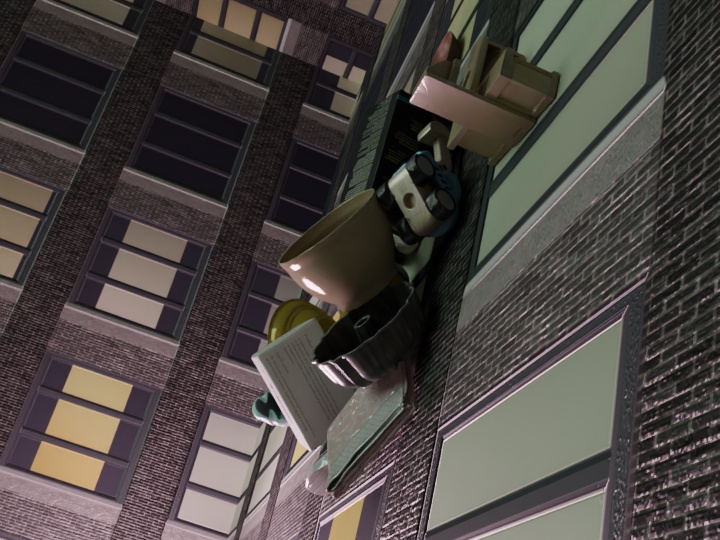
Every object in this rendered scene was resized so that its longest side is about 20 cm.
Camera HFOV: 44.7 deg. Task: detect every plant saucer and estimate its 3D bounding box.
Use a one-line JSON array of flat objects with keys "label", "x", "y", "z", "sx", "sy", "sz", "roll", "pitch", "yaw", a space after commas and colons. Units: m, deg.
[{"label": "plant saucer", "x": 0.174, "y": -0.423, "z": 1.927, "sx": 0.200, "sy": 0.034, "sz": 0.205, "roll": -161, "pitch": 89, "yaw": -82}]

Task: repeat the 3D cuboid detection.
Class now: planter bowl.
[{"label": "planter bowl", "x": -0.094, "y": 0.150, "z": 1.819, "sx": 0.082, "sy": 0.199, "sz": 0.204, "roll": -17, "pitch": 47, "yaw": 41}, {"label": "planter bowl", "x": -0.019, "y": -0.020, "z": 1.449, "sx": 0.198, "sy": 0.136, "sz": 0.201, "roll": -36, "pitch": 12, "yaw": 8}]

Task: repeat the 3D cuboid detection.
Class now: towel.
[{"label": "towel", "x": 0.012, "y": 0.229, "z": 1.361, "sx": 0.201, "sy": 0.032, "sz": 0.192, "roll": -51, "pitch": 14, "yaw": 16}]

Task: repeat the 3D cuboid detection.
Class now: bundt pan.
[{"label": "bundt pan", "x": 0.022, "y": 0.109, "z": 1.366, "sx": 0.200, "sy": 0.076, "sz": 0.202, "roll": -34, "pitch": 14, "yaw": 10}]

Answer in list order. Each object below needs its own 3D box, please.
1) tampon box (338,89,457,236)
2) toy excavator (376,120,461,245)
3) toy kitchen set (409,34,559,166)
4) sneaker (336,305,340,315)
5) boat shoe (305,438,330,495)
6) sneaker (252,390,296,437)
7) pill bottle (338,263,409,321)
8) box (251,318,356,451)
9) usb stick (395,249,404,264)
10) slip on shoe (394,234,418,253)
[{"label": "tampon box", "x": 0.072, "y": -0.188, "z": 1.580, "sx": 0.125, "sy": 0.148, "sz": 0.204, "roll": -17, "pitch": 52, "yaw": 59}, {"label": "toy excavator", "x": 0.117, "y": -0.152, "z": 1.447, "sx": 0.100, "sy": 0.197, "sz": 0.198, "roll": -38, "pitch": -16, "yaw": 36}, {"label": "toy kitchen set", "x": 0.167, "y": -0.287, "z": 1.210, "sx": 0.200, "sy": 0.160, "sz": 0.184, "roll": 129, "pitch": 159, "yaw": -66}, {"label": "sneaker", "x": -0.007, "y": 0.118, "z": 1.831, "sx": 0.200, "sy": 0.073, "sz": 0.083, "roll": -144, "pitch": 55, "yaw": -80}, {"label": "boat shoe", "x": -0.033, "y": 0.317, "z": 1.526, "sx": 0.201, "sy": 0.071, "sz": 0.072, "roll": -53, "pitch": 21, "yaw": 35}, {"label": "sneaker", "x": -0.133, "y": 0.309, "z": 1.812, "sx": 0.141, "sy": 0.195, "sz": 0.079, "roll": 112, "pitch": 155, "yaw": -52}, {"label": "pill bottle", "x": 0.017, "y": 0.088, "z": 1.543, "sx": 0.113, "sy": 0.110, "sz": 0.204, "roll": 123, "pitch": 164, "yaw": -58}, {"label": "box", "x": -0.100, "y": 0.212, "z": 1.649, "sx": 0.129, "sy": 0.202, "sz": 0.200, "roll": -30, "pitch": 0, "yaw": -12}, {"label": "usb stick", "x": 0.044, "y": -0.044, "z": 1.644, "sx": 0.032, "sy": 0.056, "sz": 0.200, "roll": -27, "pitch": -11, "yaw": 12}, {"label": "slip on shoe", "x": 0.089, "y": -0.100, "z": 1.699, "sx": 0.073, "sy": 0.061, "sz": 0.202, "roll": -30, "pitch": 36, "yaw": 16}]
